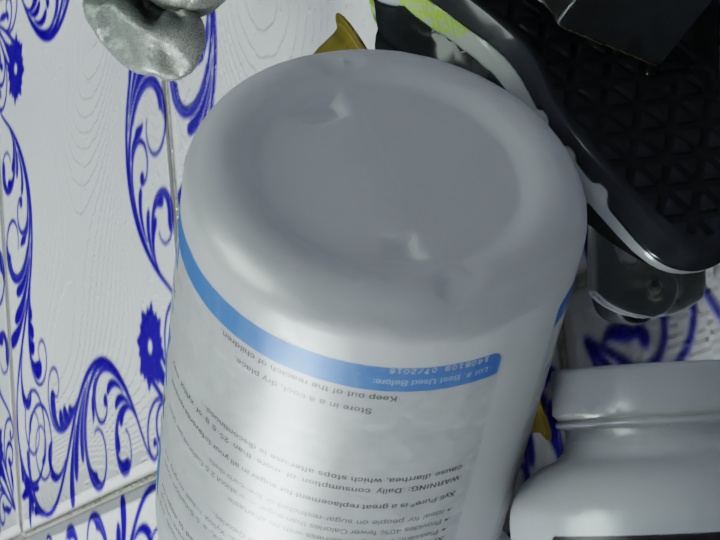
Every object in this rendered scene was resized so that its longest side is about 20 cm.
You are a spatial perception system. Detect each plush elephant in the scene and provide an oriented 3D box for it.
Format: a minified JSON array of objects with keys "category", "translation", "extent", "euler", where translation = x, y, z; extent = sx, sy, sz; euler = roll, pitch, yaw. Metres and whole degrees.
[{"category":"plush elephant","translation":[-0.094,-0.201,1.071],"extent":[0.155,0.199,0.165],"euler":[51,131,28]}]

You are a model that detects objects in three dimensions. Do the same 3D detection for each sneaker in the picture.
[{"category":"sneaker","translation":[0.067,-0.058,0.699],"extent":[0.200,0.071,0.083],"euler":[53,147,34]}]

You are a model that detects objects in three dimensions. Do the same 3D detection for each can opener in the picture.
[{"category":"can opener","translation":[0.102,-0.080,0.739],"extent":[0.067,0.053,0.201],"euler":[174,96,-65]}]

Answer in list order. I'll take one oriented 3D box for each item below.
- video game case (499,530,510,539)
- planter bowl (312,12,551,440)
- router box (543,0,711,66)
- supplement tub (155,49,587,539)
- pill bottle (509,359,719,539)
[{"category":"video game case","translation":[-0.005,0.166,0.852],"extent":[0.182,0.024,0.201],"euler":[44,122,56]},{"category":"planter bowl","translation":[0.000,0.000,0.817],"extent":[0.201,0.083,0.200],"euler":[63,180,1]},{"category":"router box","translation":[0.112,-0.196,0.646],"extent":[0.200,0.052,0.158],"euler":[-52,41,28]},{"category":"supplement tub","translation":[-0.003,0.037,0.668],"extent":[0.201,0.131,0.132],"euler":[101,155,-44]},{"category":"pill bottle","translation":[0.109,0.133,0.655],"extent":[0.112,0.112,0.201],"euler":[166,102,-66]}]
